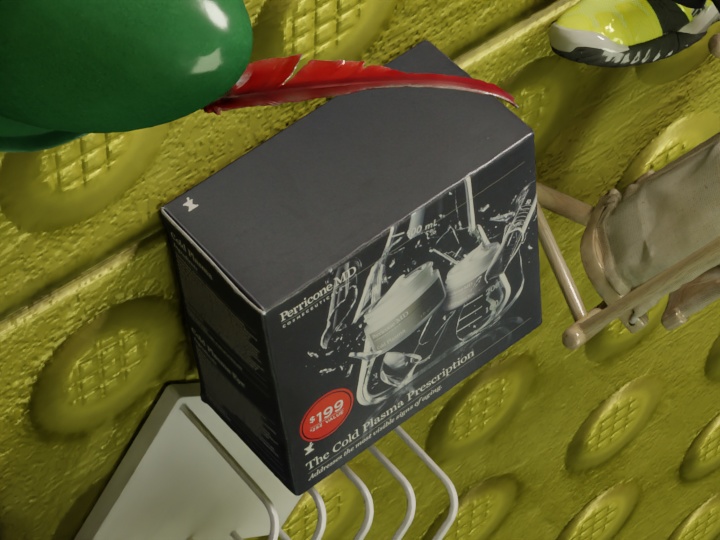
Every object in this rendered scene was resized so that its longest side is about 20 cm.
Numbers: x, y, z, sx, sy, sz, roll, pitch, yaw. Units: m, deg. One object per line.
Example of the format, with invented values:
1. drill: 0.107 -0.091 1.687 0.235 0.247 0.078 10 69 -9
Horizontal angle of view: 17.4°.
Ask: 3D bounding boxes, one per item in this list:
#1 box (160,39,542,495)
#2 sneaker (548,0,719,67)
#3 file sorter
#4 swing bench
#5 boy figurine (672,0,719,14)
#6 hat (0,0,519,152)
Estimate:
1. box: 0.000 0.000 1.393 0.200 0.104 0.183 -34 145 -19
2. sneaker: 0.194 -0.185 1.472 0.199 0.075 0.077 -27 121 -29
3. file sorter: -0.056 0.161 1.526 0.199 0.125 0.139 0 129 -52
4. swing bench: 0.235 -0.052 1.550 0.199 0.130 0.199 -34 161 35
5. boy figurine: 0.256 -0.242 1.410 0.201 0.124 0.064 -59 156 -12
6. hat: -0.076 -0.085 1.114 0.200 0.176 0.166 -47 152 4
